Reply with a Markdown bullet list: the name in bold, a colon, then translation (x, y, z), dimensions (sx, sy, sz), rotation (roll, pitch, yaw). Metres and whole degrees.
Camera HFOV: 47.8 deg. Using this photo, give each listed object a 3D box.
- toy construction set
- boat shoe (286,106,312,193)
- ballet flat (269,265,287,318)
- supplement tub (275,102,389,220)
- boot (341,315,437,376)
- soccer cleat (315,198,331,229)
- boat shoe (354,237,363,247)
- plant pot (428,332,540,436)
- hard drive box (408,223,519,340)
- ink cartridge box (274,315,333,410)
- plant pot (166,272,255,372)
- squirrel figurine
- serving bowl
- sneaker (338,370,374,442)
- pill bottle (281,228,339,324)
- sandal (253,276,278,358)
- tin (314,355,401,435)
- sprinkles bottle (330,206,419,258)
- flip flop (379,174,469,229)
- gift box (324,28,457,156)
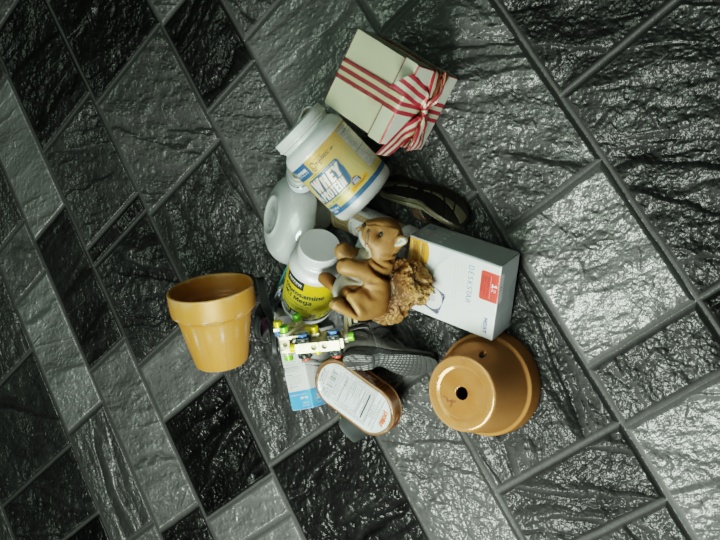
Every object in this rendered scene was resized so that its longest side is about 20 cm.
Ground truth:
- **toy construction set**: translation (-0.083, 0.122, 1.621), dimensions (0.198, 0.131, 0.093), rotation (-21, 105, 10)
- **boat shoe**: translation (-0.117, -0.263, 1.697), dimensions (0.074, 0.086, 0.204), rotation (4, 58, 12)
- **ballet flat**: translation (-0.166, 0.061, 1.817), dimensions (0.074, 0.074, 0.201), rotation (42, 117, 25)
- **supplement tub**: translation (-0.055, -0.215, 1.600), dimensions (0.200, 0.145, 0.144), rotation (44, 120, -12)
- **boot**: translation (0.059, 0.138, 1.653), dimensions (0.070, 0.197, 0.133), rotation (105, 170, -45)
- **soccer cleat**: translation (-0.058, -0.176, 1.719), dimensions (0.086, 0.069, 0.203), rotation (26, 106, 48)
- **boat shoe**: translation (-0.001, 0.000, 1.656), dimensions (0.070, 0.071, 0.202), rotation (36, 136, 17)
- **plant pot**: translation (0.219, 0.218, 1.518), dimensions (0.198, 0.139, 0.203), rotation (2, 94, 33)
- **hard drive box**: translation (0.190, 0.018, 1.541), dimensions (0.198, 0.077, 0.158), rotation (20, 121, 32)
- **ink cartridge box**: translation (-0.107, 0.188, 1.748), dimensions (0.066, 0.115, 0.203), rotation (-16, 85, 40)
- **plant pot**: translation (-0.331, 0.124, 1.869), dimensions (0.198, 0.200, 0.186), rotation (6, 111, 33)
- **squirrel figurine**: translation (0.043, -0.001, 1.528), dimensions (0.198, 0.142, 0.188), rotation (26, 103, -15)
- **serving bowl**: translation (-0.163, -0.114, 1.749), dimensions (0.200, 0.065, 0.203), rotation (-27, 59, 59)
- **sneaker**: translation (-0.018, 0.260, 1.718), dimensions (0.106, 0.075, 0.202), rotation (-29, 78, 28)
- **pill bottle**: translation (-0.098, 0.011, 1.672), dimensions (0.113, 0.112, 0.201), rotation (47, 146, 23)
- **sandal**: translation (-0.210, 0.106, 1.742), dimensions (0.076, 0.047, 0.202), rotation (91, 165, -53)
- **tin**: translation (-0.007, 0.254, 1.654), dimensions (0.199, 0.042, 0.113), rotation (33, 121, 19)
- **sprinkles bottle**: translation (0.032, -0.087, 1.671), dimensions (0.199, 0.068, 0.069), rotation (26, 107, 31)
- **flip flop**: translation (0.125, -0.129, 1.607), dimensions (0.198, 0.081, 0.058), rotation (21, 140, 23)
- **gift box**: translation (0.056, -0.336, 1.567), dimensions (0.186, 0.199, 0.186), rotation (37, 117, 25)
